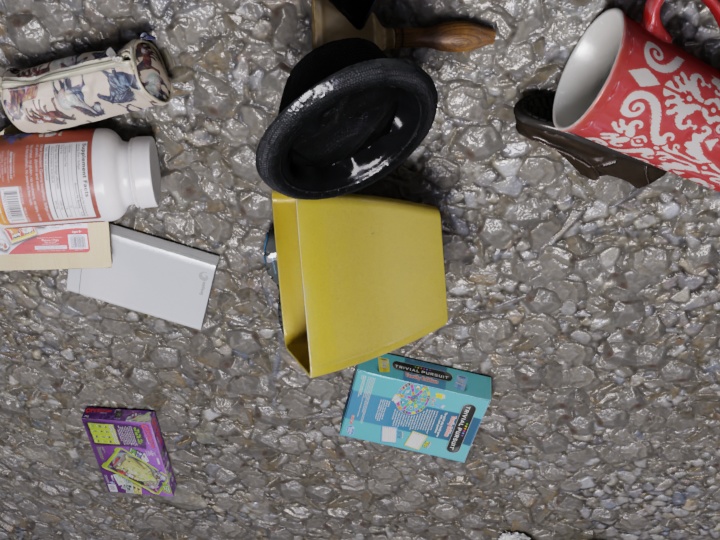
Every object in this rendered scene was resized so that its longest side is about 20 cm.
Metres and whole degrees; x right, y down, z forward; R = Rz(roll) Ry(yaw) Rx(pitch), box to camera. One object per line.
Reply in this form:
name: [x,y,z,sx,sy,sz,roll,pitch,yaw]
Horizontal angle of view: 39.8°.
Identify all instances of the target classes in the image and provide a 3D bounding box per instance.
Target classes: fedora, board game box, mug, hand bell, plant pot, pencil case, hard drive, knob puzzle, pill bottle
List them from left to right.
knob puzzle: [-0.415,-0.099,1.278,0.215,0.031,0.223,-2,114,-4]
pill bottle: [-0.346,-0.113,1.201,0.196,0.113,0.113,-4,133,-4]
pencil case: [-0.319,-0.213,1.143,0.197,0.079,0.090,-9,150,17]
board game box: [-0.382,0.304,1.654,0.118,0.033,0.202,6,133,10]
hard drive: [-0.302,0.005,1.373,0.197,0.027,0.133,16,132,-6]
fedora: [-0.023,-0.163,1.005,0.197,0.093,0.202,-16,150,-9]
plant pot: [0.000,0.000,1.180,0.173,0.200,0.204,-6,97,-12]
hand bell: [0.047,-0.247,1.063,0.196,0.105,0.105,-2,133,-4]
board game box: [0.079,0.201,1.472,0.196,0.047,0.152,13,132,-3]
mug: [0.328,-0.181,1.027,0.197,0.135,0.178,23,140,-13]

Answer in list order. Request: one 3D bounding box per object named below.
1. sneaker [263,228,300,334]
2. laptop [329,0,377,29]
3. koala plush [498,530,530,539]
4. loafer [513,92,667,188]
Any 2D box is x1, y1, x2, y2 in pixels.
sneaker: [-0.071,0.032,1.327,0.080,0.074,0.202,-4,132,11]
laptop: [-0.005,-0.375,0.946,0.187,0.116,0.200,46,156,2]
koala plush: [0.322,0.528,1.675,0.197,0.184,0.180,7,127,32]
loafer: [0.257,-0.135,1.122,0.197,0.074,0.072,19,130,-8]
